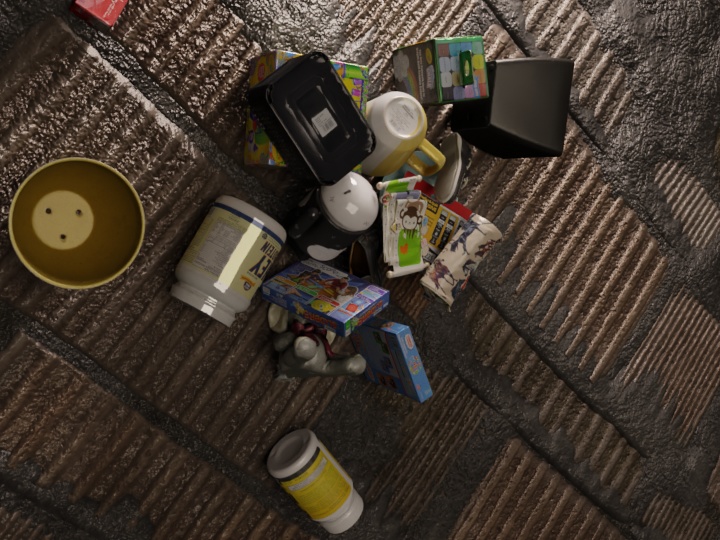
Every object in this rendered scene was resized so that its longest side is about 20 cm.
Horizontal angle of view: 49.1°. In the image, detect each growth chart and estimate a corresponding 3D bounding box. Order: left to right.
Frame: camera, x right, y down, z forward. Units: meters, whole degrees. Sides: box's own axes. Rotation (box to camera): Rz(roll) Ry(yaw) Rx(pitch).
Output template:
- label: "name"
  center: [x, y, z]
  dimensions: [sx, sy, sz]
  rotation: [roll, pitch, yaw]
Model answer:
- label: "growth chart"
  center: [0.085, -0.083, 1.486]
  dimensions: [0.145, 0.018, 0.201]
  rotation: [-24, 116, -43]

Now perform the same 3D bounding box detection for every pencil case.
- label: "pencil case"
  center: [0.200, -0.020, 1.553]
  dimensions: [0.200, 0.078, 0.089]
  rotation: [-51, 133, -13]

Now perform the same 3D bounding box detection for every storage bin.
- label: "storage bin"
  center: [-0.083, -0.256, 1.351]
  dimensions: [0.135, 0.094, 0.200]
  rotation: [-42, 113, -19]

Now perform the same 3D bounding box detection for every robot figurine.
- label: "robot figurine"
  center: [-0.056, -0.099, 1.461]
  dimensions: [0.125, 0.200, 0.151]
  rotation: [33, 43, -20]

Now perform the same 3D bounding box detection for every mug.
- label: "mug"
  center: [0.071, -0.270, 1.522]
  dimensions: [0.186, 0.153, 0.150]
  rotation: [4, 82, -19]

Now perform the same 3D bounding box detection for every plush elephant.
- label: "plush elephant"
  center: [-0.096, 0.121, 1.499]
  dimensions: [0.164, 0.200, 0.155]
  rotation: [20, 62, -32]

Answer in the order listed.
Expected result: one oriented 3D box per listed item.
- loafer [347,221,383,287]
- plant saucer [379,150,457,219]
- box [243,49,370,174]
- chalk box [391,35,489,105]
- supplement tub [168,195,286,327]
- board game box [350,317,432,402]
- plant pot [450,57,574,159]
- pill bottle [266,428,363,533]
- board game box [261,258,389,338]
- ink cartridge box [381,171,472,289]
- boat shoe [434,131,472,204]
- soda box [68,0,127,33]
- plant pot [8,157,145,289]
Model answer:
- label: "loafer"
  center: [0.000, 0.000, 1.553]
  dimensions: [0.072, 0.073, 0.201]
  rotation: [-41, 140, -48]
- label: "plant saucer"
  center: [0.115, -0.149, 1.653]
  dimensions: [0.200, 0.039, 0.202]
  rotation: [-4, 98, -30]
- label: "box"
  center: [-0.101, -0.285, 1.460]
  dimensions: [0.192, 0.122, 0.201]
  rotation: [3, 95, -31]
- label: "chalk box"
  center: [0.170, -0.394, 1.563]
  dimensions: [0.124, 0.200, 0.125]
  rotation: [-12, 102, -29]
- label: "supplement tub"
  center: [-0.236, -0.015, 1.396]
  dimensions: [0.145, 0.145, 0.200]
  rotation: [34, 79, -29]
- label: "board game box"
  center: [0.051, 0.167, 1.556]
  dimensions: [0.037, 0.200, 0.152]
  rotation: [-29, 110, -26]
- label: "plant pot"
  center: [0.303, -0.347, 1.649]
  dimensions: [0.177, 0.200, 0.200]
  rotation: [5, 93, -31]
- label: "pill bottle"
  center: [-0.085, 0.418, 1.554]
  dimensions: [0.114, 0.114, 0.200]
  rotation: [-44, 115, -19]
- label: "board game box"
  center: [-0.066, 0.044, 1.457]
  dimensions: [0.135, 0.200, 0.035]
  rotation: [-33, 136, -42]
- label: "ink cartridge box"
  center: [0.152, -0.084, 1.610]
  dimensions: [0.200, 0.084, 0.176]
  rotation: [27, 83, -30]
- label: "boat shoe"
  center: [0.195, -0.201, 1.612]
  dimensions: [0.060, 0.074, 0.200]
  rotation: [35, 39, -24]
- label: "soda box"
  center: [-0.396, -0.495, 1.294]
  dimensions: [0.070, 0.063, 0.200]
  rotation: [32, 79, -30]
- label: "plant pot"
  center: [-0.462, -0.077, 1.256]
  dimensions: [0.199, 0.142, 0.201]
  rotation: [-3, 97, -31]
